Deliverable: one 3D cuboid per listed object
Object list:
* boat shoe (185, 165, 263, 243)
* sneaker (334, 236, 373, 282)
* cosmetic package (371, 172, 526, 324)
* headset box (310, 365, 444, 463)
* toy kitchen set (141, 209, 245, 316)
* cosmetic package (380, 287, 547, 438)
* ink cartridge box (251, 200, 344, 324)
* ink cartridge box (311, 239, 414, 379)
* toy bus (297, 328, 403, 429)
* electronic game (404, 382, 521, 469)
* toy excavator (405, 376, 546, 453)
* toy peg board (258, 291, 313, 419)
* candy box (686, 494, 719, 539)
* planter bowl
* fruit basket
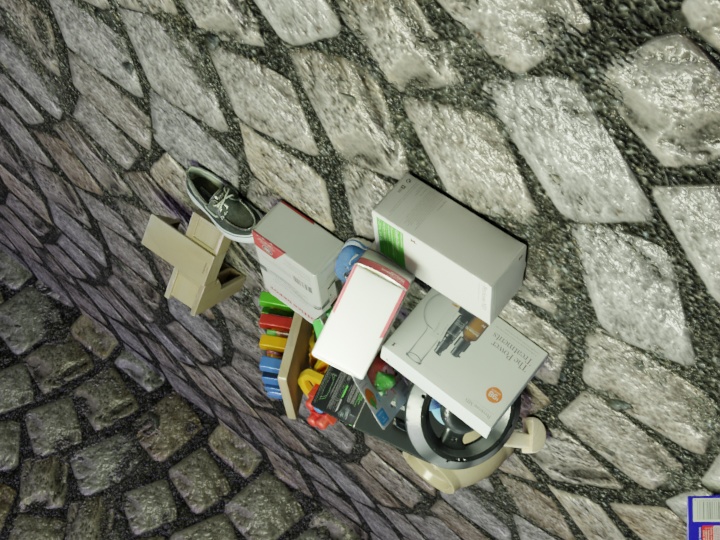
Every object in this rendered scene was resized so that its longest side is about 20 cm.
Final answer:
[{"bbox_3d":[-0.249,-0.118,2.021,0.199,0.072,0.071,34,162,27],"label":"boat shoe"},{"bbox_3d":[0.000,0.000,1.784,0.079,0.089,0.200,47,161,-13],"label":"sneaker"},{"bbox_3d":[0.119,-0.031,1.519,0.199,0.085,0.108,34,157,24],"label":"cosmetic package"},{"bbox_3d":[0.038,0.245,1.964,0.173,0.093,0.200,29,172,-26],"label":"headset box"},{"bbox_3d":[-0.322,-0.055,2.282,0.163,0.180,0.201,32,118,15],"label":"toy kitchen set"},{"bbox_3d":[0.152,0.126,1.671,0.199,0.151,0.052,36,159,14],"label":"cosmetic package"},{"bbox_3d":[-0.099,-0.007,1.957,0.146,0.083,0.201,35,158,20],"label":"ink cartridge box"},{"bbox_3d":[0.013,0.049,1.601,0.082,0.147,0.200,26,-166,3],"label":"ink cartridge box"},{"bbox_3d":[-0.048,0.206,2.136,0.199,0.192,0.136,14,147,54],"label":"toy bus"},{"bbox_3d":[0.161,0.215,1.766,0.200,0.200,0.042,50,173,-22],"label":"electronic game"},{"bbox_3d":[0.191,0.225,1.847,0.100,0.193,0.202,-20,88,67],"label":"toy excavator"},{"bbox_3d":[-0.154,0.151,2.171,0.097,0.201,0.200,10,152,9],"label":"toy peg board"},{"bbox_3d":[0.513,0.443,1.610,0.076,0.170,0.201,-4,138,20],"label":"candy box"},{"bbox_3d":[0.161,0.318,2.058,0.200,0.135,0.201,36,159,16],"label":"planter bowl"},{"bbox_3d":[0.016,0.135,1.803,0.201,0.093,0.185,55,-160,1],"label":"fruit basket"}]
